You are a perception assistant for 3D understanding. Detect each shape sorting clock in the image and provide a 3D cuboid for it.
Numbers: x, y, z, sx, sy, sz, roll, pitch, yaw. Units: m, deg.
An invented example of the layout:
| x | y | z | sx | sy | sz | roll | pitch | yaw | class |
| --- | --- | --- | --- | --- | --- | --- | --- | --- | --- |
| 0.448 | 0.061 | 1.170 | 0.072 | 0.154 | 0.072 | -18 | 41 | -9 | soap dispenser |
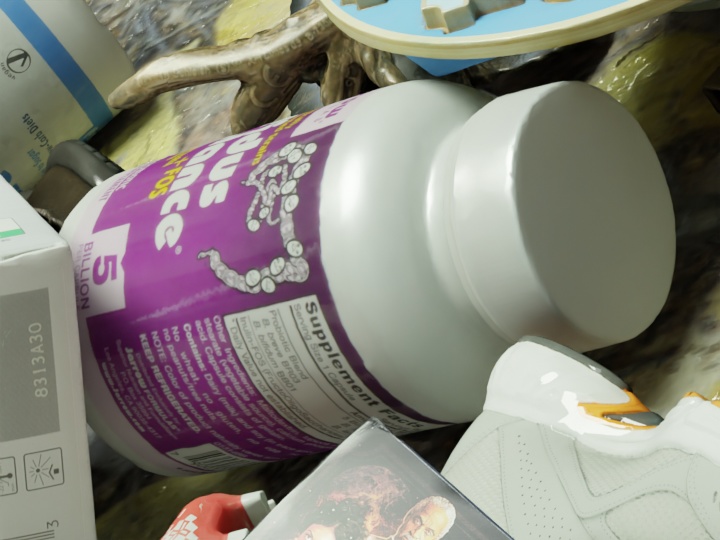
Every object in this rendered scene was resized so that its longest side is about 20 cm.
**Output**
| x | y | z | sx | sy | sz | roll | pitch | yaw | class |
| --- | --- | --- | --- | --- | --- | --- | --- | --- | --- |
| 0.075 | -0.132 | 0.972 | 0.200 | 0.039 | 0.200 | -21 | 31 | 13 | shape sorting clock |

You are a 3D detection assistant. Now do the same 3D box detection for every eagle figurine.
| x | y | z | sx | sy | sz | roll | pitch | yaw | class |
| --- | --- | --- | --- | --- | --- | --- | --- | --- | --- |
| 0.016 | -0.102 | 1.132 | 0.151 | 0.151 | 0.200 | 17 | 14 | 14 | eagle figurine |

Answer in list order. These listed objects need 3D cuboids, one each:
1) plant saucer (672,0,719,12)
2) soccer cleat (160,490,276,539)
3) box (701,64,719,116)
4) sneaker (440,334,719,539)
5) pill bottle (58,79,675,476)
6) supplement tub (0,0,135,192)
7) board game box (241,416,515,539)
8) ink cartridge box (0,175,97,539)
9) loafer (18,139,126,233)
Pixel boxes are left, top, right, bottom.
| x | y | z | sx | sy | sz | roll | pitch | yaw | class |
| --- | --- | --- | --- | --- | --- | --- | --- | --- | --- |
| 0.127 | -0.140 | 1.029 | 0.200 | 0.050 | 0.200 | -20 | 31 | 13 | plant saucer |
| -0.061 | 0.117 | 0.861 | 0.085 | 0.069 | 0.200 | -23 | 9 | 11 | soccer cleat |
| 0.222 | -0.116 | 0.964 | 0.200 | 0.021 | 0.163 | -48 | 26 | -15 | box |
| 0.074 | 0.083 | 0.804 | 0.092 | 0.076 | 0.200 | -52 | 20 | -9 | sneaker |
| 0.000 | 0.000 | 0.971 | 0.200 | 0.112 | 0.112 | -15 | 35 | 40 | pill bottle |
| -0.211 | -0.065 | 1.326 | 0.200 | 0.132 | 0.132 | -43 | 26 | -5 | supplement tub |
| 0.023 | 0.143 | 0.696 | 0.135 | 0.035 | 0.200 | -44 | 56 | -9 | board game box |
| -0.140 | 0.042 | 1.039 | 0.050 | 0.161 | 0.200 | -11 | 20 | -20 | ink cartridge box |
| -0.111 | 0.006 | 1.139 | 0.071 | 0.073 | 0.200 | -59 | 10 | -16 | loafer |
